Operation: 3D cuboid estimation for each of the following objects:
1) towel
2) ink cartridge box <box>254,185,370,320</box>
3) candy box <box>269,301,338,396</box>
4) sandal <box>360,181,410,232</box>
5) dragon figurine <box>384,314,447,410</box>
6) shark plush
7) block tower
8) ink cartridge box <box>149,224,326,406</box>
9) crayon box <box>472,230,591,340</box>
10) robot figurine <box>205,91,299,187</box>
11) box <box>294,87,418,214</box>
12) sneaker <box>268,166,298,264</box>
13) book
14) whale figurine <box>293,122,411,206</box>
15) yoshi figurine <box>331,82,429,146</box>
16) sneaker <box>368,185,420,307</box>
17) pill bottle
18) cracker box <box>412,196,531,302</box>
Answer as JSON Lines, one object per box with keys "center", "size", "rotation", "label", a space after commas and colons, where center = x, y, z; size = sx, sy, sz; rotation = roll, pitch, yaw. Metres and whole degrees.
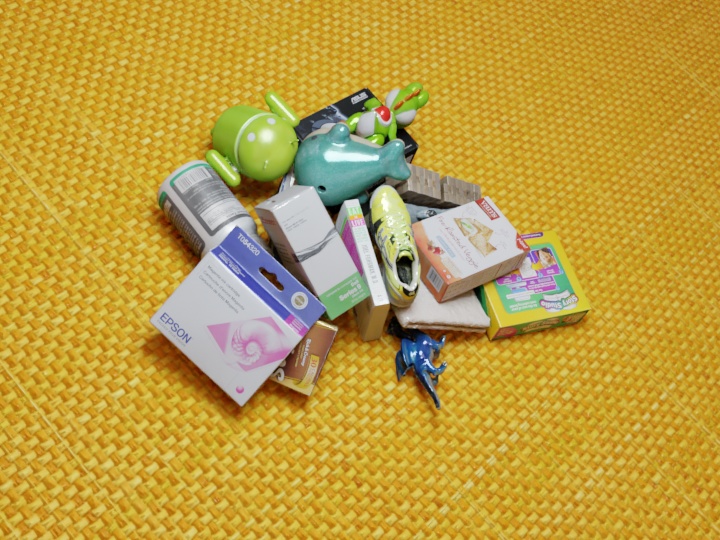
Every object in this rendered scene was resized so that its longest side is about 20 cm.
{"center": [0.128, 0.047, 1.552], "size": [0.198, 0.035, 0.134], "rotation": [5, 45, -35], "label": "towel"}
{"center": [-0.081, -0.032, 1.454], "size": [0.083, 0.146, 0.202], "rotation": [-31, 104, -13], "label": "ink cartridge box"}
{"center": [-0.146, 0.104, 1.427], "size": [0.198, 0.056, 0.118], "rotation": [23, 93, -3], "label": "candy box"}
{"center": [0.054, -0.128, 1.657], "size": [0.200, 0.057, 0.081], "rotation": [-26, 94, -36], "label": "sandal"}
{"center": [0.090, 0.150, 1.502], "size": [0.098, 0.059, 0.202], "rotation": [10, 53, -9], "label": "dragon figurine"}
{"center": [0.102, -0.085, 1.595], "size": [0.198, 0.083, 0.092], "rotation": [6, 75, -34], "label": "shark plush"}
{"center": [0.137, -0.145, 1.656], "size": [0.198, 0.058, 0.055], "rotation": [11, 68, -36], "label": "block tower"}
{"center": [-0.187, 0.069, 1.378], "size": [0.196, 0.043, 0.200], "rotation": [41, 94, -1], "label": "ink cartridge box"}
{"center": [0.299, 0.025, 1.646], "size": [0.197, 0.058, 0.175], "rotation": [-9, 64, -22], "label": "crayon box"}
{"center": [-0.185, -0.222, 1.569], "size": [0.175, 0.116, 0.199], "rotation": [-44, 37, -14], "label": "robot figurine"}
{"center": [-0.019, -0.227, 1.683], "size": [0.199, 0.086, 0.164], "rotation": [-31, 72, -30], "label": "box"}
{"center": [-0.099, -0.086, 1.585], "size": [0.113, 0.081, 0.202], "rotation": [13, 63, -14], "label": "sneaker"}
{"center": [0.000, 0.000, 1.520], "size": [0.047, 0.134, 0.202], "rotation": [-10, 63, -13], "label": "book"}
{"center": [-0.018, -0.168, 1.501], "size": [0.197, 0.161, 0.104], "rotation": [0, 40, 20], "label": "whale figurine"}
{"center": [0.039, -0.265, 1.633], "size": [0.199, 0.113, 0.112], "rotation": [-36, 34, -17], "label": "yoshi figurine"}
{"center": [0.065, -0.045, 1.463], "size": [0.074, 0.076, 0.203], "rotation": [-10, 80, -19], "label": "sneaker"}
{"center": [-0.243, -0.077, 1.505], "size": [0.112, 0.113, 0.201], "rotation": [-31, 73, -30], "label": "pill bottle"}
{"center": [0.182, -0.041, 1.575], "size": [0.198, 0.058, 0.135], "rotation": [-21, 62, -31], "label": "cracker box"}
